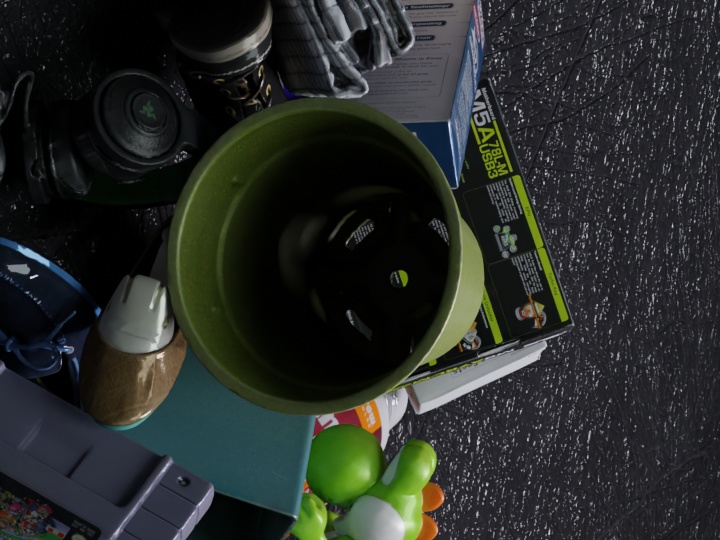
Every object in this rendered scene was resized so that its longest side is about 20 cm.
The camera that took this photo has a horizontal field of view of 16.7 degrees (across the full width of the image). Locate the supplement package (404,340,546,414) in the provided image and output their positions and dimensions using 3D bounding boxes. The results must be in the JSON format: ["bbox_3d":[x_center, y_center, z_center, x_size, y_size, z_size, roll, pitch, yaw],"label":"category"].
[{"bbox_3d":[0.052,-0.003,1.898,0.114,0.109,0.201,85,-19,-82],"label":"supplement package"}]

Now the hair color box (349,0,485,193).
[{"bbox_3d":[0.032,-0.136,1.776,0.200,0.099,0.061,-76,161,-52],"label":"hair color box"}]

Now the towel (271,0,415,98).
[{"bbox_3d":[-0.033,-0.217,1.634,0.085,0.166,0.201,-25,98,-9],"label":"towel"}]

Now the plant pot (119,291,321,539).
[{"bbox_3d":[-0.103,0.089,1.726,0.141,0.141,0.201,123,-15,-59],"label":"plant pot"}]

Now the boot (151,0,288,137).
[{"bbox_3d":[-0.077,-0.116,1.657,0.073,0.200,0.151,-27,108,-10],"label":"boot"}]

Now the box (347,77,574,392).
[{"bbox_3d":[0.037,-0.020,1.821,0.048,0.192,0.201,107,-36,-81],"label":"box"}]

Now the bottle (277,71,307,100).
[{"bbox_3d":[-0.069,-0.209,1.755,0.065,0.083,0.201,-21,112,-37],"label":"bottle"}]

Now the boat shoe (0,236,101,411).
[{"bbox_3d":[-0.209,0.045,1.622,0.069,0.084,0.200,-62,146,-17],"label":"boat shoe"}]

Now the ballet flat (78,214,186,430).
[{"bbox_3d":[-0.134,0.019,1.610,0.200,0.068,0.073,-61,167,-52],"label":"ballet flat"}]

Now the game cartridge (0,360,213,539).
[{"bbox_3d":[-0.209,0.137,1.543,0.130,0.199,0.038,-52,165,-40],"label":"game cartridge"}]

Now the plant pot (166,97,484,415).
[{"bbox_3d":[0.000,0.000,1.623,0.190,0.199,0.201,17,87,-69],"label":"plant pot"}]

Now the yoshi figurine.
[{"bbox_3d":[-0.028,0.192,1.785,0.112,0.112,0.200,29,102,-33],"label":"yoshi figurine"}]

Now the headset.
[{"bbox_3d":[-0.175,-0.073,1.574,0.200,0.123,0.094,28,53,-51],"label":"headset"}]

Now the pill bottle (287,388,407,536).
[{"bbox_3d":[-0.049,0.127,1.902,0.200,0.113,0.114,-36,132,-49],"label":"pill bottle"}]
